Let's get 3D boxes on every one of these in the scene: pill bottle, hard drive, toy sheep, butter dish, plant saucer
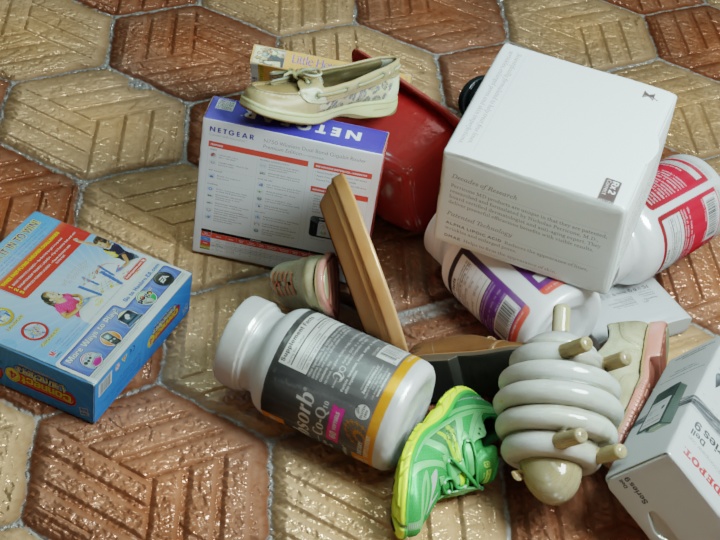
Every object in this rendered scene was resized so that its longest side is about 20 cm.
[{"bbox_3d":[0.160,0.007,1.555,0.111,0.112,0.200,-18,47,-31],"label":"pill bottle"},{"bbox_3d":[0.271,0.013,1.639,0.131,0.027,0.200,-13,45,-26],"label":"hard drive"},{"bbox_3d":[0.191,0.126,1.351,0.137,0.138,0.201,11,66,1],"label":"toy sheep"},{"bbox_3d":[0.031,-0.122,1.656,0.148,0.200,0.199,-42,60,-17],"label":"butter dish"},{"bbox_3d":[-0.036,0.106,1.389,0.199,0.117,0.116,23,41,16],"label":"pill bottle"},{"bbox_3d":[0.000,0.000,1.451,0.037,0.201,0.201,-20,44,-2],"label":"plant saucer"},{"bbox_3d":[0.323,-0.052,1.620,0.200,0.113,0.112,-26,51,-37],"label":"pill bottle"}]

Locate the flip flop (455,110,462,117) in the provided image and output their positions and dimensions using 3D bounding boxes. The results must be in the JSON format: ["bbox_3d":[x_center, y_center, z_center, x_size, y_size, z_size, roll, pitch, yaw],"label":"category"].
[{"bbox_3d":[0.145,-0.182,1.816,0.058,0.081,0.200,40,46,8],"label":"flip flop"}]

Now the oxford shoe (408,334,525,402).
[{"bbox_3d":[0.141,0.091,1.460,0.199,0.072,0.071,1,32,11],"label":"oxford shoe"}]

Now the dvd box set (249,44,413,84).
[{"bbox_3d":[-0.037,-0.221,1.771,0.199,0.146,0.030,12,71,1],"label":"dvd box set"}]

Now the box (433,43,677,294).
[{"bbox_3d":[0.205,-0.110,1.494,0.199,0.131,0.199,19,49,14],"label":"box"}]

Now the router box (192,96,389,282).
[{"bbox_3d":[-0.079,-0.085,1.560,0.199,0.180,0.049,12,37,2],"label":"router box"}]

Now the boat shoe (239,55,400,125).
[{"bbox_3d":[-0.042,-0.198,1.520,0.199,0.063,0.073,-11,32,-40],"label":"boat shoe"}]

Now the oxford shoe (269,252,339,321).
[{"bbox_3d":[-0.058,0.020,1.473,0.073,0.071,0.200,-1,-5,-1],"label":"oxford shoe"}]

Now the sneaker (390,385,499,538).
[{"bbox_3d":[0.088,0.182,1.356,0.083,0.074,0.200,20,39,18],"label":"sneaker"}]

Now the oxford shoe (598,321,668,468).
[{"bbox_3d":[0.266,0.129,1.462,0.073,0.071,0.200,6,39,22],"label":"oxford shoe"}]

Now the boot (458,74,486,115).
[{"bbox_3d":[0.230,-0.164,1.718,0.200,0.077,0.168,31,2,-24],"label":"boot"}]

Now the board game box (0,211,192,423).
[{"bbox_3d":[-0.306,0.042,1.454,0.195,0.056,0.200,21,40,13],"label":"board game box"}]

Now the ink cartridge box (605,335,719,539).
[{"bbox_3d":[0.337,0.181,1.356,0.146,0.084,0.200,49,43,-7],"label":"ink cartridge box"}]
